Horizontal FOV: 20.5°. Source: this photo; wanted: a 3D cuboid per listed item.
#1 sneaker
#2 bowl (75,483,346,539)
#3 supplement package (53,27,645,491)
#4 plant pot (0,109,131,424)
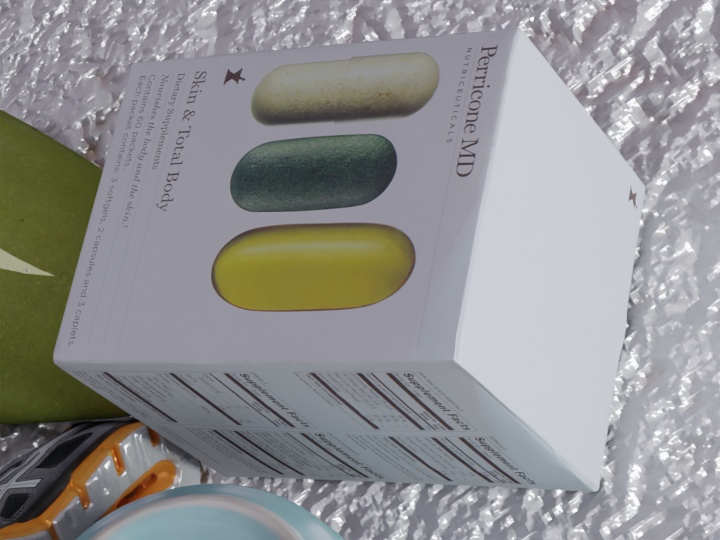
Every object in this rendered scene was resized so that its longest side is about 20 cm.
[{"bbox_3d":[-0.166,0.138,0.938,0.077,0.079,0.200,9,36,47],"label":"sneaker"},{"bbox_3d":[-0.063,0.168,0.823,0.199,0.105,0.202,-6,49,6],"label":"bowl"},{"bbox_3d":[0.000,0.000,0.884,0.199,0.151,0.153,-1,65,31],"label":"supplement package"},{"bbox_3d":[-0.186,0.003,0.998,0.199,0.187,0.188,15,74,20],"label":"plant pot"}]
